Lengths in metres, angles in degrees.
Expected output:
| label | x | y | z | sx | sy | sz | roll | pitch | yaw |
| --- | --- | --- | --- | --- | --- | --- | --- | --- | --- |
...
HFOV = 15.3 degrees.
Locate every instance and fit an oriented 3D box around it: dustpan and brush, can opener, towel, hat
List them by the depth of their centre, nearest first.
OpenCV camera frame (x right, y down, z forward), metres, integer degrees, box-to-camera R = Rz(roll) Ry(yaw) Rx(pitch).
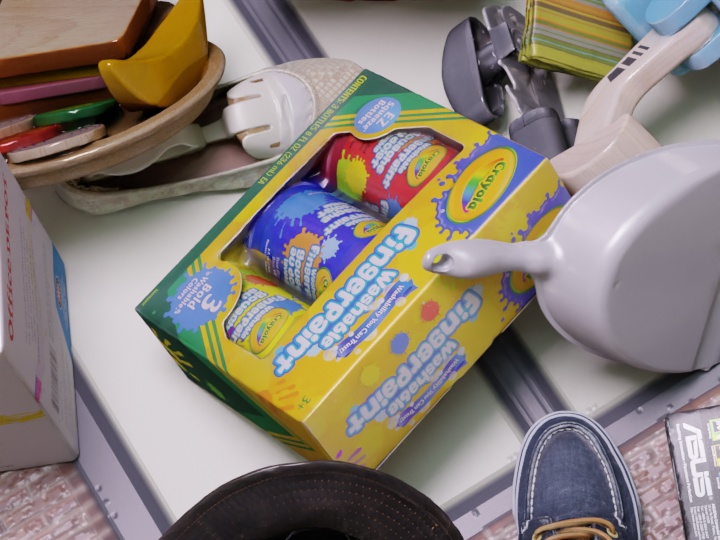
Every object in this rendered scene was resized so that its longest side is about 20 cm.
| label | x | y | z | sx | sy | sz | roll | pitch | yaw |
| --- | --- | --- | --- | --- | --- | --- | --- | --- | --- |
| hat | -0.037 | 0.175 | 1.444 | 0.200 | 0.201 | 0.081 | -18 | 25 | 0 |
| dustpan and brush | 0.124 | -0.005 | 1.447 | 0.200 | 0.140 | 0.057 | -8 | 30 | -39 |
| can opener | 0.098 | -0.065 | 1.566 | 0.067 | 0.053 | 0.200 | -30 | 61 | 31 |
| towel | 0.131 | -0.211 | 1.584 | 0.018 | 0.086 | 0.200 | -9 | 74 | 47 |

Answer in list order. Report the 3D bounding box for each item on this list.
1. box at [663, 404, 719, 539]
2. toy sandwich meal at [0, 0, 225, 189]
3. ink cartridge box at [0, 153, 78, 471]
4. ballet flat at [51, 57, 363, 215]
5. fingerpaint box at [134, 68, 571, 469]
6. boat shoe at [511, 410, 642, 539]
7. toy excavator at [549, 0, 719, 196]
| label | x | y | z | sx | sy | sz | roll | pitch | yaw |
| --- | --- | --- | --- | --- | --- | --- | --- | --- | --- |
| box | 0.271 | 0.157 | 1.412 | 0.193 | 0.048 | 0.200 | -11 | 76 | 6 |
| toy sandwich meal | -0.170 | -0.117 | 1.563 | 0.205 | 0.070 | 0.205 | -15 | 24 | 6 |
| ink cartridge box | -0.242 | 0.022 | 1.486 | 0.125 | 0.200 | 0.129 | -9 | 65 | 5 |
| ballet flat | -0.087 | -0.077 | 1.581 | 0.200 | 0.062 | 0.067 | -20 | 84 | 1 |
| fingerpaint box | 0.000 | 0.000 | 1.497 | 0.200 | 0.073 | 0.167 | -46 | 43 | -12 |
| boat shoe | 0.118 | 0.158 | 1.432 | 0.071 | 0.091 | 0.200 | -7 | 65 | 5 |
| toy excavator | 0.179 | -0.137 | 1.534 | 0.200 | 0.100 | 0.194 | -44 | 25 | 11 |
